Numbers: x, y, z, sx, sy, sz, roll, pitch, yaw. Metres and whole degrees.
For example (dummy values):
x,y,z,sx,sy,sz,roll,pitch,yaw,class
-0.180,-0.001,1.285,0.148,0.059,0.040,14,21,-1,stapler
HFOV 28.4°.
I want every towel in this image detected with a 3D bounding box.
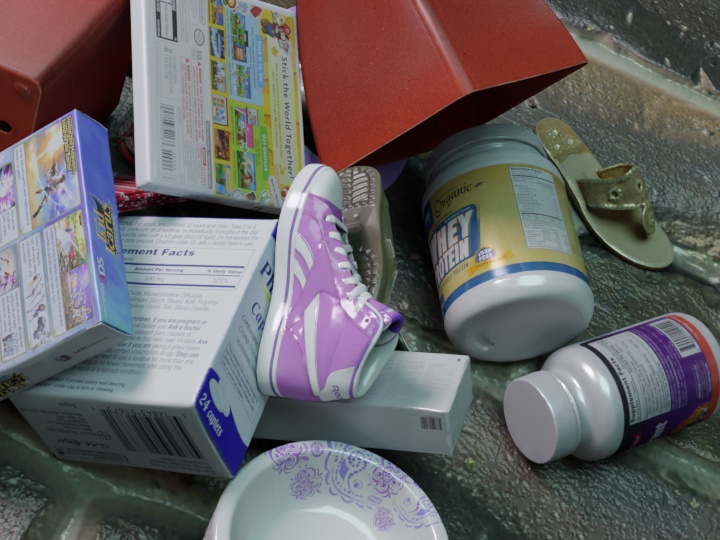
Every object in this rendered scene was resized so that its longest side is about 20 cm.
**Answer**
x,y,z,sx,sy,sz,roll,pitch,yaw,class
-0.220,-0.069,1.296,0.200,0.145,0.023,-12,103,-35,towel

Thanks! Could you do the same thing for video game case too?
x,y,z,sx,sy,sz,roll,pitch,yaw,class
-0.275,-0.004,1.150,0.045,0.181,0.200,31,40,-52,video game case
-0.125,-0.157,1.276,0.182,0.023,0.200,9,72,-43,video game case

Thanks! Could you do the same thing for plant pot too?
x,y,z,sx,sy,sz,roll,pitch,yaw,class
-0.325,-0.200,1.282,0.200,0.200,0.176,23,46,-3,plant pot
0.055,-0.218,1.339,0.200,0.200,0.177,-21,86,-47,plant pot

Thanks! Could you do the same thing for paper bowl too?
x,y,z,sx,sy,sz,roll,pitch,yaw,class
-0.033,0.249,1.164,0.200,0.104,0.201,11,49,-13,paper bowl

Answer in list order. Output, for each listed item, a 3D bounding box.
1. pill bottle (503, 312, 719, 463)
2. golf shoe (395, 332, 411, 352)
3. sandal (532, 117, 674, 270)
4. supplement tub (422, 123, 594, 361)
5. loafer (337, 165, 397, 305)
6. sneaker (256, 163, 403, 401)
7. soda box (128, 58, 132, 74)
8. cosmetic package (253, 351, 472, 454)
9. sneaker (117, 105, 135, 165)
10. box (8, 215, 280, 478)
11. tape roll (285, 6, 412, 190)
x,y,z,sx,sy,sz,roll,pitch,yaw,class
0.240,0.116,1.354,0.200,0.111,0.112,-15,64,-27,pill bottle
-0.006,0.038,1.326,0.078,0.097,0.200,-28,70,-31,golf shoe
0.268,-0.095,1.529,0.078,0.070,0.212,-30,72,-33,sandal
0.139,-0.027,1.391,0.144,0.145,0.200,2,57,-19,supplement tub
0.000,0.000,1.262,0.076,0.067,0.200,-7,54,25,loafer
-0.012,0.010,1.176,0.114,0.073,0.201,2,78,24,sneaker
-0.189,-0.226,1.449,0.200,0.071,0.063,26,55,-3,soda box
-0.010,0.110,1.233,0.200,0.051,0.083,3,34,18,cosmetic package
-0.187,-0.122,1.348,0.067,0.108,0.202,26,36,-21,sneaker
-0.164,0.059,1.199,0.184,0.105,0.200,3,50,25,box
-0.043,-0.158,1.411,0.200,0.066,0.201,13,69,-37,tape roll
